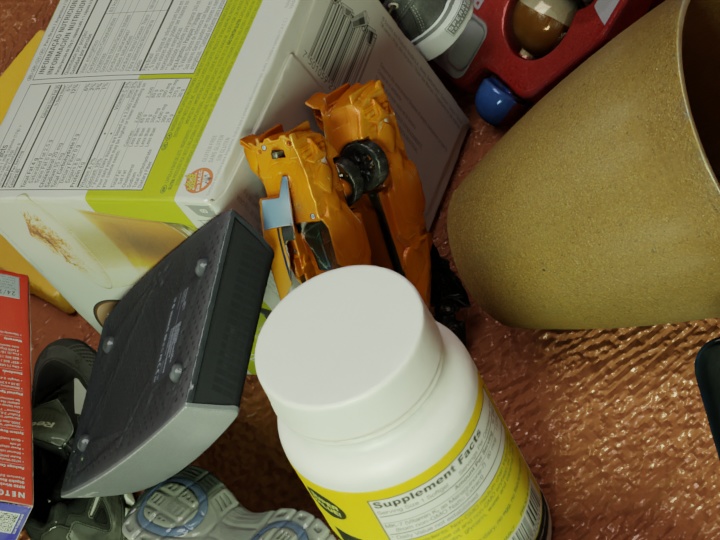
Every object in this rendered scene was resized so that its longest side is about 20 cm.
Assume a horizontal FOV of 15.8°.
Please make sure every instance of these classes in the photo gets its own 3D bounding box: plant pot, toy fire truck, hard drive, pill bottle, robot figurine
[{"bbox_3d":[0.154,-0.041,1.474,0.199,0.186,0.187,-25,44,34],"label":"plant pot"},{"bbox_3d":[0.107,-0.184,1.666,0.200,0.112,0.168,46,113,45],"label":"toy fire truck"},{"bbox_3d":[-0.110,0.056,1.493,0.200,0.042,0.136,-36,37,58],"label":"hard drive"},{"bbox_3d":[0.023,0.095,1.405,0.114,0.200,0.115,-14,46,15],"label":"pill bottle"},{"bbox_3d":[0.000,0.000,1.506,0.058,0.201,0.145,-3,20,37],"label":"robot figurine"}]

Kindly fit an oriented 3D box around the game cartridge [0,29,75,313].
[{"bbox_3d":[-0.214,-0.072,1.829,0.200,0.032,0.177,26,72,41],"label":"game cartridge"}]

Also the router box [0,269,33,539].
[{"bbox_3d":[-0.253,0.128,1.594,0.200,0.049,0.180,121,152,-42],"label":"router box"}]

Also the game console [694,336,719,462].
[{"bbox_3d":[0.269,0.115,1.290,0.199,0.119,0.171,-14,40,25],"label":"game console"}]

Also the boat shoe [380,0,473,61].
[{"bbox_3d":[-0.009,-0.156,1.687,0.200,0.066,0.070,-12,50,57],"label":"boat shoe"}]

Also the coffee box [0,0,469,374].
[{"bbox_3d":[-0.085,-0.068,1.615,0.197,0.200,0.201,1,57,35],"label":"coffee box"}]

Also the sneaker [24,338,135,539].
[{"bbox_3d":[-0.184,0.107,1.615,0.066,0.090,0.201,-29,45,16],"label":"sneaker"}]

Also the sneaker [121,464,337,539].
[{"bbox_3d":[-0.052,0.176,1.474,0.075,0.087,0.200,-44,37,-14],"label":"sneaker"}]
